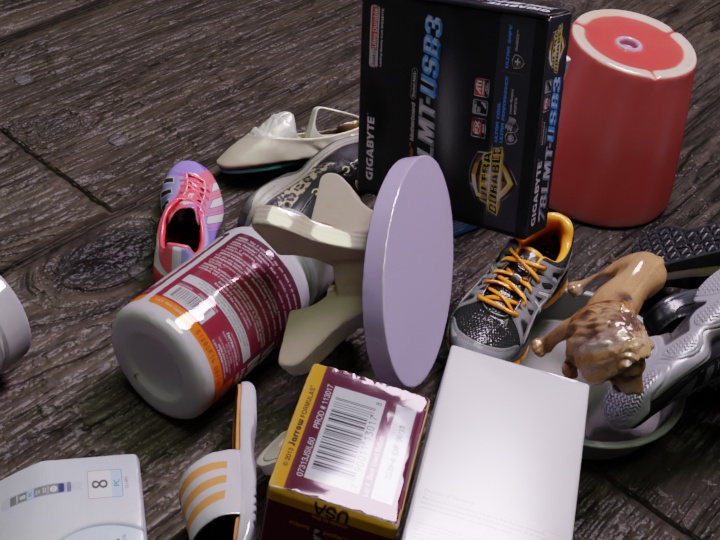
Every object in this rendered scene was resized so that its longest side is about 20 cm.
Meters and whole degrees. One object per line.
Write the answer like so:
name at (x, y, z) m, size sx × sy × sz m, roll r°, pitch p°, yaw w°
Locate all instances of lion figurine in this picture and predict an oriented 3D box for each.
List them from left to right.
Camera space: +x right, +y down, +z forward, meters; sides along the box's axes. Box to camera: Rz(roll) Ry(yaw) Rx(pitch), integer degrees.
lion figurine at (0.225, 0.030, 0.964) m, size 0.072 × 0.122 × 0.201 m, roll 39°, pitch 52°, yaw -9°

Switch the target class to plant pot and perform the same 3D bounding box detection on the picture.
plant pot at (0.282, -0.181, 1.242) m, size 0.197 × 0.179 × 0.202 m, roll 6°, pitch 41°, yaw -5°

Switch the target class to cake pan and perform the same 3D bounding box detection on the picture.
cake pan at (0.200, 0.096, 1.019) m, size 0.196 × 0.037 × 0.202 m, roll 7°, pitch 41°, yaw -6°

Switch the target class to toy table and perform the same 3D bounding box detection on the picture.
toy table at (0.000, 0.000, 0.925) m, size 0.115 × 0.185 × 0.202 m, roll -4°, pitch 48°, yaw 28°

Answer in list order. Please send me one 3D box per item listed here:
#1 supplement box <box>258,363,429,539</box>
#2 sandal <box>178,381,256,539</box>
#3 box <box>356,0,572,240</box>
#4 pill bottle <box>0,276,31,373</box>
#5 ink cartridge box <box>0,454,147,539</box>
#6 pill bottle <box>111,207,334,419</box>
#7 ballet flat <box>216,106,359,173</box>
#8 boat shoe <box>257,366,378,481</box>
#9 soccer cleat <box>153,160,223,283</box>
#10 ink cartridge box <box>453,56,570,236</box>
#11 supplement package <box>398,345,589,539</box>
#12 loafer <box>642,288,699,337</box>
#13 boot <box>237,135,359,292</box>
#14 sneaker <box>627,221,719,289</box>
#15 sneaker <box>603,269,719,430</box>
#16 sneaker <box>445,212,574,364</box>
supplement box at (-0.020, 0.180, 0.748) m, size 0.084 × 0.202 × 0.111 m, roll 16°, pitch 41°, yaw 5°
sandal at (-0.110, 0.167, 0.845) m, size 0.058 × 0.080 × 0.208 m, roll 3°, pitch 33°, yaw -8°
box at (0.087, -0.150, 1.013) m, size 0.196 × 0.203 × 0.049 m, roll 18°, pitch 27°, yaw 32°
pill bottle at (-0.361, 0.079, 0.849) m, size 0.113 × 0.115 × 0.200 m, roll 30°, pitch 44°, yaw 20°
ink cartridge box at (-0.249, 0.212, 0.777) m, size 0.196 × 0.048 × 0.161 m, roll -1°, pitch 43°, yaw -17°
pill bottle at (-0.113, 0.031, 0.964) m, size 0.109 × 0.111 × 0.200 m, roll 30°, pitch 44°, yaw 20°
ballet flat at (-0.063, -0.145, 1.203) m, size 0.197 × 0.070 × 0.070 m, roll -6°, pitch 43°, yaw -24°
boat shoe at (-0.009, 0.134, 0.922) m, size 0.068 × 0.071 × 0.200 m, roll 57°, pitch 40°, yaw -6°
soccer cleat at (-0.167, -0.054, 1.071) m, size 0.065 × 0.077 × 0.202 m, roll 5°, pitch 42°, yaw -7°
ink cartridge box at (0.118, -0.143, 1.144) m, size 0.143 × 0.202 × 0.085 m, roll -21°, pitch 49°, yaw -32°
supplement package at (0.096, 0.179, 0.837) m, size 0.118 × 0.123 × 0.201 m, roll 15°, pitch 42°, yaw 5°
loafer at (0.352, 0.066, 1.040) m, size 0.198 × 0.068 × 0.071 m, roll 12°, pitch 45°, yaw -30°
boot at (-0.007, -0.049, 1.114) m, size 0.153 × 0.074 × 0.203 m, roll 38°, pitch 47°, yaw 21°
sneaker at (0.338, 0.005, 1.091) m, size 0.083 × 0.199 × 0.072 m, roll 47°, pitch 70°, yaw -16°
sneaker at (0.308, 0.091, 0.959) m, size 0.200 × 0.075 × 0.114 m, roll -42°, pitch 103°, yaw -11°
sneaker at (0.139, 0.016, 1.008) m, size 0.077 × 0.078 × 0.200 m, roll 26°, pitch 44°, yaw 15°
